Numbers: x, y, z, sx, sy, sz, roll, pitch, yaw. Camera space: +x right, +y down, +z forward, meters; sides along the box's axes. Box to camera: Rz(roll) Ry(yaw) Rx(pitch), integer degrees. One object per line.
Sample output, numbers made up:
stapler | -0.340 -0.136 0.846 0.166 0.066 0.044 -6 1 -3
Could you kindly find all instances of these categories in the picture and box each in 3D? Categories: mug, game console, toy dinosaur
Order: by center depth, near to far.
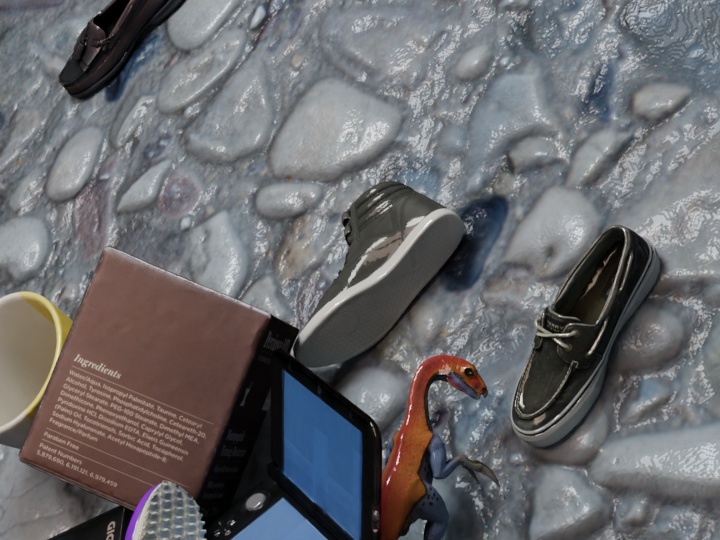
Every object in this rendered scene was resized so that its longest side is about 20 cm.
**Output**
game console | -0.068 0.181 1.350 0.172 0.119 0.200 -37 28 -12
toy dinosaur | 0.054 0.164 1.415 0.104 0.200 0.183 2 94 20
mug | -0.291 0.121 1.693 0.186 0.153 0.150 3 67 38

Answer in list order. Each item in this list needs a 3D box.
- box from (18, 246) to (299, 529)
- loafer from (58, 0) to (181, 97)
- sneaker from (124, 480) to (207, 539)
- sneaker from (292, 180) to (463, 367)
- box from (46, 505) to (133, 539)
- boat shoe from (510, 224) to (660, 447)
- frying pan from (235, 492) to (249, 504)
box | -0.174 0.109 1.519 0.163 0.166 0.201 22 87 9
loafer | -0.286 -0.289 1.979 0.200 0.063 0.072 -44 47 9
sneaker | -0.190 0.266 1.373 0.099 0.069 0.201 -19 48 38
sneaker | 0.000 0.000 1.601 0.200 0.071 0.099 -45 44 2
box | -0.256 0.319 1.479 0.158 0.046 0.201 -27 40 26
boat shoe | 0.176 0.049 1.433 0.072 0.071 0.201 23 82 42
frying pan | -0.102 0.228 1.502 0.188 0.031 0.115 -8 30 -11
